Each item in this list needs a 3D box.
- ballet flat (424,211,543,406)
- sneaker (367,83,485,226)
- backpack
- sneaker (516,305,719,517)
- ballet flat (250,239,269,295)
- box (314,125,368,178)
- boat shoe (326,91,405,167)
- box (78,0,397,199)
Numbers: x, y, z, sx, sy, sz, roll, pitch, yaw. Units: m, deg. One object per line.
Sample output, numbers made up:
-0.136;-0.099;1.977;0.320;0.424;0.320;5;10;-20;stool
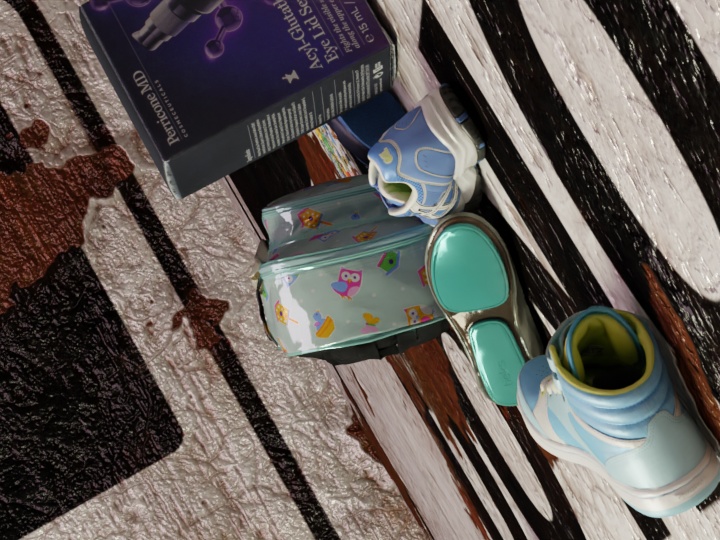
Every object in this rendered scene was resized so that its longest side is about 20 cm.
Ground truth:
0.095;0.019;1.619;0.064;0.067;0.200;-82;-23;-48;ballet flat
0.042;-0.074;1.541;0.076;0.077;0.200;57;174;17;sneaker
0.000;0.000;1.707;0.200;0.176;0.154;-103;1;-81;backpack
0.146;0.064;1.345;0.200;0.079;0.131;30;152;59;sneaker
-0.139;0.014;3.277;0.200;0.064;0.067;52;169;54;ballet flat
-0.019;-0.137;1.904;0.200;0.038;0.137;60;173;7;box
-0.036;-0.161;1.731;0.200;0.084;0.069;62;162;14;boat shoe
-0.093;-0.171;1.622;0.148;0.200;0.104;59;173;13;box
